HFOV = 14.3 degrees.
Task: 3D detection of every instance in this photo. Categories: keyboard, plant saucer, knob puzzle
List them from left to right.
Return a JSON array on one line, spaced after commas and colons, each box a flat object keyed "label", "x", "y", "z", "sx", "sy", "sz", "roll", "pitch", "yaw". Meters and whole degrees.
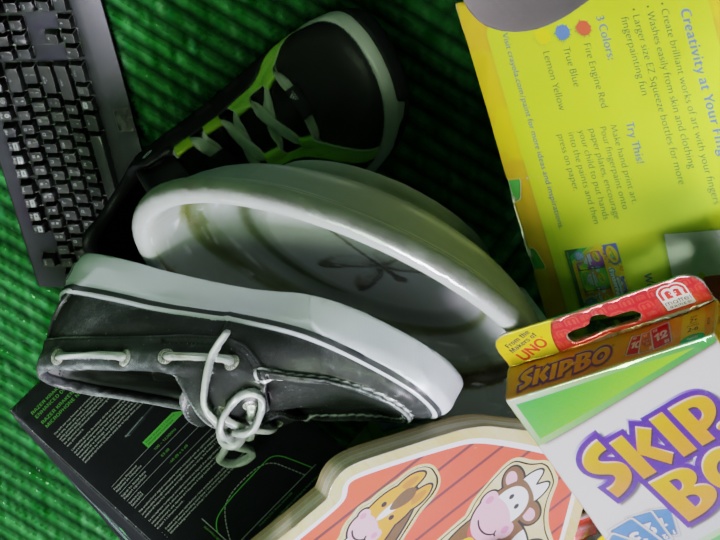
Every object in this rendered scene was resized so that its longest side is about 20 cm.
[{"label": "keyboard", "x": -0.167, "y": -0.072, "z": 1.362, "sx": 0.126, "sy": 0.021, "sz": 0.201, "roll": 3, "pitch": 129, "yaw": 19}, {"label": "plant saucer", "x": 0.000, "y": 0.000, "z": 1.240, "sx": 0.199, "sy": 0.050, "sz": 0.200, "roll": 20, "pitch": 159, "yaw": 8}, {"label": "knob puzzle", "x": 0.027, "y": 0.143, "z": 1.253, "sx": 0.030, "sy": 0.219, "sz": 0.220, "roll": 44, "pitch": 149, "yaw": 41}]

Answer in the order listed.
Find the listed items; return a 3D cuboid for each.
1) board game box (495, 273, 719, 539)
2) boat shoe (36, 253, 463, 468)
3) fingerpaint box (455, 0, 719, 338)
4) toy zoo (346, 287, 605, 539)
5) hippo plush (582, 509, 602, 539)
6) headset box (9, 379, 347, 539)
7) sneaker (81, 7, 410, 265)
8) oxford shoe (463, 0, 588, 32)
[{"label": "board game box", "x": 0.140, "y": 0.086, "z": 1.196, "sx": 0.095, "sy": 0.030, "sz": 0.200, "roll": -19, "pitch": 124, "yaw": 24}, {"label": "boat shoe", "x": -0.053, "y": 0.046, "z": 1.240, "sx": 0.198, "sy": 0.068, "sz": 0.074, "roll": 14, "pitch": 158, "yaw": 23}, {"label": "fingerpaint box", "x": 0.151, "y": -0.043, "z": 1.190, "sx": 0.166, "sy": 0.073, "sz": 0.201, "roll": -10, "pitch": 107, "yaw": 28}, {"label": "toy zoo", "x": 0.066, "y": 0.098, "z": 1.352, "sx": 0.200, "sy": 0.020, "sz": 0.132, "roll": -47, "pitch": 64, "yaw": 48}, {"label": "hippo plush", "x": 0.196, "y": 0.147, "z": 1.352, "sx": 0.200, "sy": 0.159, "sz": 0.161, "roll": 21, "pitch": 132, "yaw": 67}, {"label": "headset box", "x": -0.052, "y": 0.121, "z": 1.350, "sx": 0.200, "sy": 0.093, "sz": 0.174, "roll": 36, "pitch": 166, "yaw": 41}, {"label": "sneaker", "x": -0.057, "y": -0.042, "z": 1.286, "sx": 0.072, "sy": 0.083, "sz": 0.200, "roll": 54, "pitch": 131, "yaw": 5}, {"label": "oxford shoe", "x": 0.121, "y": -0.172, "z": 1.122, "sx": 0.199, "sy": 0.071, "sz": 0.071, "roll": -26, "pitch": 130, "yaw": 12}]
